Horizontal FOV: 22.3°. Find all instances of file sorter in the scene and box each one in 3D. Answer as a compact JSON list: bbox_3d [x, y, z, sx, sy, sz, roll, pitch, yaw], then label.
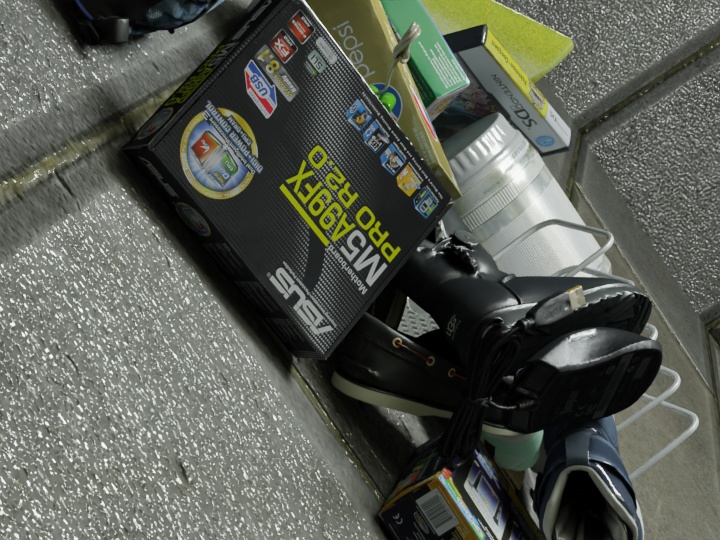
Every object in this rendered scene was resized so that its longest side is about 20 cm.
[{"bbox_3d":[0.183,0.075,1.566,0.201,0.124,0.139,62,-15,-19],"label":"file sorter"}]

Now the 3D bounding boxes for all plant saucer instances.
[{"bbox_3d":[0.071,-0.194,1.759,0.198,0.199,0.048,22,58,-21],"label":"plant saucer"}]

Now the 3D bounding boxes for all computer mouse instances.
[{"bbox_3d":[0.138,0.055,1.282,0.198,0.141,0.046,-15,47,-32],"label":"computer mouse"}]

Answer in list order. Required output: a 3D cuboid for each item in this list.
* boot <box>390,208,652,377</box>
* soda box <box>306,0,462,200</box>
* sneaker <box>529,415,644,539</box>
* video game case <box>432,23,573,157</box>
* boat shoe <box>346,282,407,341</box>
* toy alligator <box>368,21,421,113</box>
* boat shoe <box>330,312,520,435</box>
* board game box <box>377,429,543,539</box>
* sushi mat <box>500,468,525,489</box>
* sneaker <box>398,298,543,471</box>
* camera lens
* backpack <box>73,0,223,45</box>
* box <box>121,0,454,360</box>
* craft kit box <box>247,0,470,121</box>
[{"bbox_3d":[0.107,0.001,1.381,0.199,0.077,0.168,-7,43,-40],"label":"boot"},{"bbox_3d":[0.011,-0.139,1.457,0.201,0.064,0.068,68,10,26],"label":"soda box"},{"bbox_3d":[0.177,0.198,1.383,0.147,0.076,0.204,-88,163,-58],"label":"sneaker"},{"bbox_3d":[0.077,-0.153,1.754,0.181,0.198,0.026,43,47,-43],"label":"video game case"},{"bbox_3d":[0.000,-0.001,1.449,0.065,0.072,0.202,23,38,-12],"label":"boat shoe"},{"bbox_3d":[0.003,-0.090,1.356,0.054,0.201,0.059,36,22,-5],"label":"toy alligator"},{"bbox_3d":[0.068,0.079,1.365,0.200,0.064,0.073,17,7,-39],"label":"boat shoe"},{"bbox_3d":[0.100,0.222,1.323,0.201,0.056,0.165,57,13,-2],"label":"board game box"},{"bbox_3d":[0.089,0.100,1.617,0.201,0.012,0.096,57,13,-6],"label":"sushi mat"},{"bbox_3d":[0.080,0.088,1.538,0.201,0.073,0.119,50,-13,26],"label":"sneaker"},{"bbox_3d":[0.127,-0.024,1.705,0.201,0.159,0.160,55,15,-9],"label":"camera lens"},{"bbox_3d":[-0.152,-0.269,1.331,0.184,0.146,0.200,60,12,0],"label":"backpack"},{"bbox_3d":[-0.045,-0.065,1.260,0.200,0.160,0.044,52,-26,-22],"label":"box"},{"bbox_3d":[-0.007,-0.203,1.630,0.201,0.048,0.198,59,-27,7],"label":"craft kit box"}]
